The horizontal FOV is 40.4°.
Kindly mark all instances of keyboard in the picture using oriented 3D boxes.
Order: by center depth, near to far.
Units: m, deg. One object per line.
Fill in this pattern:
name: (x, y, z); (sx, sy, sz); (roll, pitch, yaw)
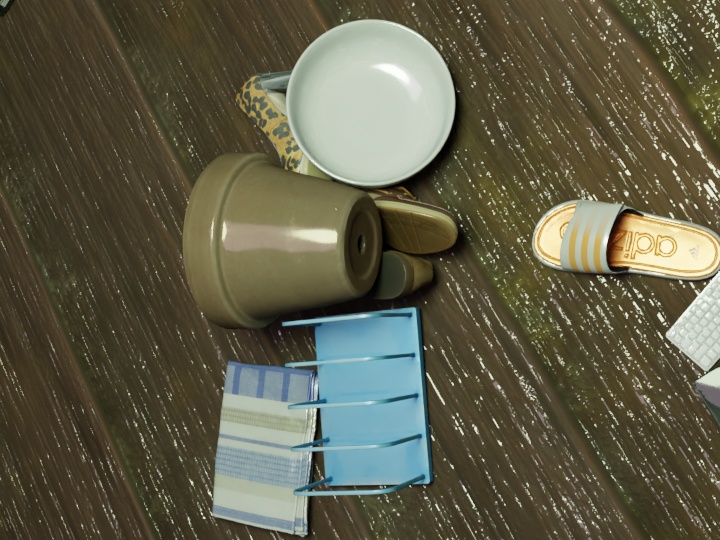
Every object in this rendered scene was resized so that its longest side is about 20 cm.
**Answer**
keyboard: (0.399, 0.009, 1.000); (0.056, 0.011, 0.201); (43, 104, 23)

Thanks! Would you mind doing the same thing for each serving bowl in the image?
serving bowl: (0.013, -0.189, 1.156); (0.195, 0.066, 0.205); (0, 78, 2)

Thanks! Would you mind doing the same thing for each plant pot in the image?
plant pot: (-0.072, -0.030, 1.085); (0.171, 0.199, 0.205); (3, 86, 24)

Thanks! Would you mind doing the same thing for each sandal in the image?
sandal: (0.278, -0.035, 1.035); (0.203, 0.059, 0.081); (7, 88, 26)

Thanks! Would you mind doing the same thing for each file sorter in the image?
file sorter: (-0.007, 0.149, 1.119); (0.136, 0.122, 0.205); (-7, 85, 24)

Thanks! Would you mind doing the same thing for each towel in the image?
towel: (-0.118, 0.221, 1.226); (0.144, 0.024, 0.205); (2, 85, 28)

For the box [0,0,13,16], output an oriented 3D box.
box: (-0.550, -0.499, 1.421); (0.086, 0.163, 0.201); (42, 102, 22)

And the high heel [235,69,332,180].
high heel: (-0.103, -0.151, 1.235); (0.140, 0.071, 0.205); (-1, 87, 37)

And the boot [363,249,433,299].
boot: (0.000, 0.000, 1.170); (0.197, 0.075, 0.075); (10, 100, 41)

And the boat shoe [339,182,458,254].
boat shoe: (0.036, -0.073, 1.147); (0.197, 0.073, 0.072); (8, 51, 40)

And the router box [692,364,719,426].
router box: (0.439, 0.156, 0.944); (0.148, 0.051, 0.203); (-35, 72, 21)
